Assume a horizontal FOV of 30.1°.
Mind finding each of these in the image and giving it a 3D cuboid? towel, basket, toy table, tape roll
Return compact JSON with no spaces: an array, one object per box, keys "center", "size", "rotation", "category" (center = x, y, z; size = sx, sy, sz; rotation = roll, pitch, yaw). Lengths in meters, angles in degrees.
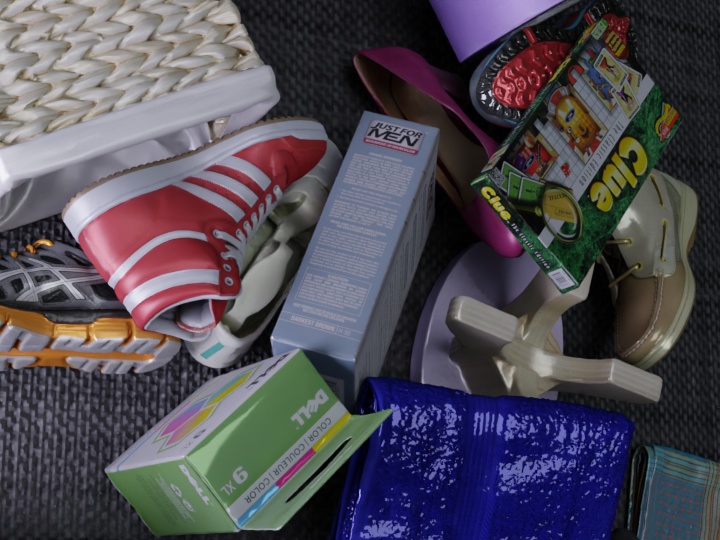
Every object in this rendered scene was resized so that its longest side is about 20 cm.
[{"center":[0.301,0.234,1.111],"size":[0.198,0.022,0.149],"rotation":[17,72,-25],"category":"towel"},{"center":[-0.175,-0.119,0.865],"size":[0.198,0.135,0.125],"rotation":[-21,86,-30],"category":"basket"},{"center":[0.118,0.063,0.994],"size":[0.182,0.117,0.203],"rotation":[10,76,-26],"category":"toy table"},{"center":[0.081,0.154,0.879],"size":[0.197,0.050,0.150],"rotation":[9,100,-20],"category":"towel"},{"center":[0.144,-0.243,1.023],"size":[0.199,0.199,0.086],"rotation":[-30,93,-30],"category":"tape roll"}]

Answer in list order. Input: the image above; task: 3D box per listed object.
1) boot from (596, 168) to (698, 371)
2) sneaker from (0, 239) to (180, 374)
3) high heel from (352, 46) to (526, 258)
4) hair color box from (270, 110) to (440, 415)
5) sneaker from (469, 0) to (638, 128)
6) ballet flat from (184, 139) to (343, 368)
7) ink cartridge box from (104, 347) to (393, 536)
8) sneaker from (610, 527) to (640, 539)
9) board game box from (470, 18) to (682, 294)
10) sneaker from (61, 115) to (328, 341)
[{"center":[0.192,-0.029,1.063],"size":[0.154,0.072,0.202],"rotation":[33,47,-18],"category":"boot"},{"center":[-0.213,0.018,0.855],"size":[0.198,0.078,0.078],"rotation":[8,62,-30],"category":"sneaker"},{"center":[0.057,-0.087,0.986],"size":[0.095,0.068,0.201],"rotation":[10,37,-33],"category":"high heel"},{"center":[0.000,0.000,0.924],"size":[0.060,0.100,0.202],"rotation":[14,55,10],"category":"hair color box"},{"center":[0.140,-0.149,1.056],"size":[0.199,0.095,0.080],"rotation":[-29,96,-45],"category":"sneaker"},{"center":[-0.055,-0.019,0.946],"size":[0.069,0.069,0.201],"rotation":[38,64,-16],"category":"ballet flat"},{"center":[-0.075,0.107,0.831],"size":[0.104,0.199,0.060],"rotation":[-41,100,-29],"category":"ink cartridge box"},{"center":[0.164,0.283,0.958],"size":[0.114,0.076,0.202],"rotation":[-23,127,-21],"category":"sneaker"},{"center":[0.162,-0.087,0.973],"size":[0.105,0.023,0.201],"rotation":[49,53,-15],"category":"board game box"},{"center":[-0.083,-0.026,0.875],"size":[0.199,0.071,0.113],"rotation":[-24,75,-33],"category":"sneaker"}]
